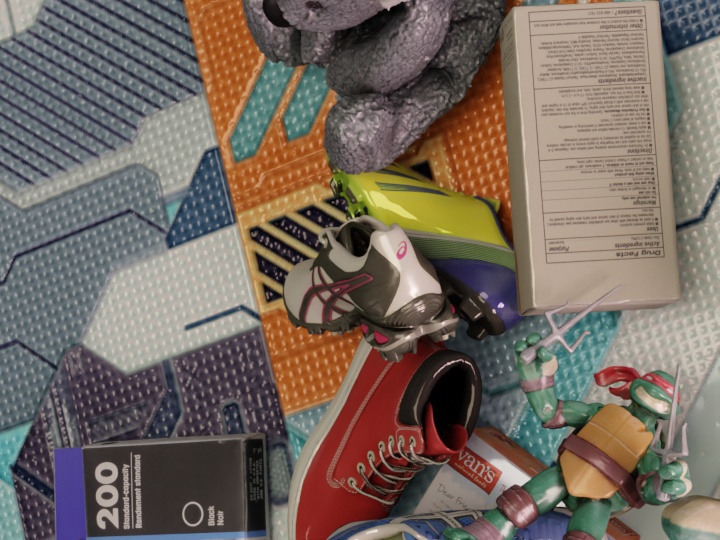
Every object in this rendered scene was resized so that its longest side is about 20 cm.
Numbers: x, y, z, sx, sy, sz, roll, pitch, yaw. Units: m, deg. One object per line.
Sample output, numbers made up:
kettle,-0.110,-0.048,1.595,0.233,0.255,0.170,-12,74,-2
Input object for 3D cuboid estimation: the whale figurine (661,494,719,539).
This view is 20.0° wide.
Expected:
whale figurine,0.280,0.189,1.247,0.198,0.159,0.105,10,88,2

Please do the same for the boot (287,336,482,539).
boot,0.017,0.138,1.398,0.202,0.072,0.144,-68,22,6

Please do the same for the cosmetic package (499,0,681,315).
cosmetic package,0.151,-0.073,1.364,0.104,0.071,0.202,-2,84,-4

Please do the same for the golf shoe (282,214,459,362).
golf shoe,0.000,0.000,1.412,0.200,0.077,0.089,12,124,61

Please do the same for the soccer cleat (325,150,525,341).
soccer cleat,0.053,-0.034,1.448,0.084,0.065,0.200,-40,62,-13

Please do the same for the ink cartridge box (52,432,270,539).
ink cartridge box,-0.159,0.227,1.538,0.198,0.043,0.200,-6,84,28

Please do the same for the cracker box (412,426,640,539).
cracker box,0.083,0.227,1.405,0.134,0.058,0.201,36,103,23

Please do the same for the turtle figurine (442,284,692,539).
turtle figurine,0.149,0.118,1.282,0.149,0.101,0.201,28,76,38

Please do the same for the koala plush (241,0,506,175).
koala plush,-0.001,-0.203,1.382,0.183,0.200,0.178,-35,60,3

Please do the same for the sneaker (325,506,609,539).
sneaker,0.064,0.194,1.333,0.198,0.077,0.077,-8,84,11
